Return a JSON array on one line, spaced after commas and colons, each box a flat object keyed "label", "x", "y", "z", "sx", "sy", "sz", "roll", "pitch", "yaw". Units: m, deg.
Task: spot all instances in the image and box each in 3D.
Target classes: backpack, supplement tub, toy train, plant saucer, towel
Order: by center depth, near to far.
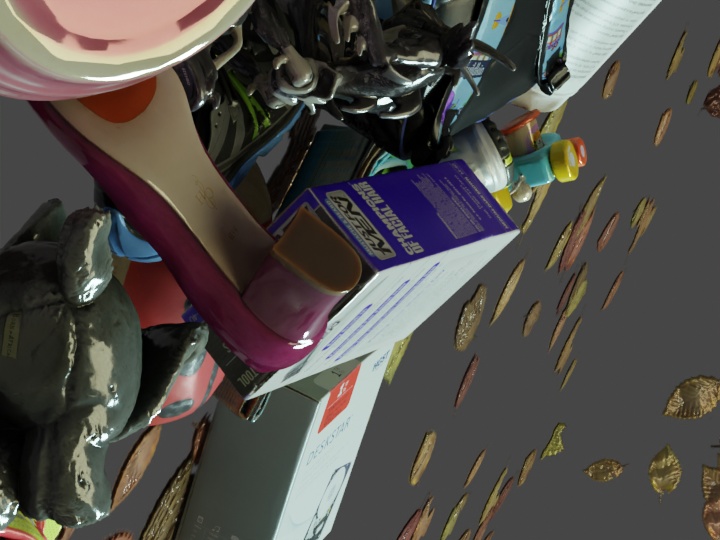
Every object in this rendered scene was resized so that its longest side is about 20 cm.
[{"label": "plant saucer", "x": -0.094, "y": -0.149, "z": 0.682, "sx": 0.200, "sy": 0.051, "sz": 0.201, "roll": -26, "pitch": 137, "yaw": -27}, {"label": "backpack", "x": 0.053, "y": -0.189, "z": 1.073, "sx": 0.183, "sy": 0.134, "sz": 0.200, "roll": -33, "pitch": 145, "yaw": -44}, {"label": "towel", "x": -0.045, "y": -0.003, "z": 1.161, "sx": 0.200, "sy": 0.022, "sz": 0.147, "roll": -64, "pitch": -164, "yaw": -2}, {"label": "supplement tub", "x": 0.160, "y": -0.227, "z": 1.298, "sx": 0.200, "sy": 0.132, "sz": 0.132, "roll": -48, "pitch": 176, "yaw": 33}, {"label": "toy train", "x": 0.068, "y": -0.072, "z": 1.318, "sx": 0.200, "sy": 0.150, "sz": 0.056, "roll": -27, "pitch": 109, "yaw": -24}]

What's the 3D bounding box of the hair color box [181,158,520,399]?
[{"label": "hair color box", "x": 0.000, "y": 0.000, "z": 0.998, "sx": 0.109, "sy": 0.065, "sz": 0.200, "roll": -44, "pitch": 169, "yaw": 24}]

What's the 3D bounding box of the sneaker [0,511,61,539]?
[{"label": "sneaker", "x": -0.191, "y": 0.146, "z": 0.903, "sx": 0.078, "sy": 0.090, "sz": 0.200, "roll": -68, "pitch": 166, "yaw": 6}]

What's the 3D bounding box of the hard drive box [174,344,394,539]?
[{"label": "hard drive box", "x": -0.059, "y": 0.138, "z": 1.360, "sx": 0.156, "sy": 0.077, "sz": 0.200, "roll": -39, "pitch": 150, "yaw": -59}]

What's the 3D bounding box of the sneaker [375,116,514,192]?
[{"label": "sneaker", "x": 0.018, "y": -0.067, "z": 1.195, "sx": 0.076, "sy": 0.075, "sz": 0.200, "roll": -30, "pitch": -170, "yaw": -26}]

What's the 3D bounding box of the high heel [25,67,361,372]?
[{"label": "high heel", "x": -0.096, "y": -0.031, "z": 0.796, "sx": 0.067, "sy": 0.200, "sz": 0.096, "roll": -46, "pitch": 178, "yaw": -41}]

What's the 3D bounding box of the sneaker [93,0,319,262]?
[{"label": "sneaker", "x": -0.078, "y": -0.094, "z": 0.927, "sx": 0.083, "sy": 0.071, "sz": 0.200, "roll": 80, "pitch": 32, "yaw": -49}]

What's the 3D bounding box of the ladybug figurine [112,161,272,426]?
[{"label": "ladybug figurine", "x": -0.103, "y": 0.011, "z": 1.017, "sx": 0.136, "sy": 0.072, "sz": 0.200, "roll": -37, "pitch": 149, "yaw": -60}]

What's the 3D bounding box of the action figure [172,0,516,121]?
[{"label": "action figure", "x": -0.022, "y": -0.121, "z": 0.860, "sx": 0.200, "sy": 0.119, "sz": 0.102, "roll": -7, "pitch": 85, "yaw": -30}]

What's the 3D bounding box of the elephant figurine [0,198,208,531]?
[{"label": "elephant figurine", "x": -0.148, "y": 0.037, "z": 0.853, "sx": 0.200, "sy": 0.155, "sz": 0.142, "roll": -47, "pitch": 125, "yaw": -75}]
